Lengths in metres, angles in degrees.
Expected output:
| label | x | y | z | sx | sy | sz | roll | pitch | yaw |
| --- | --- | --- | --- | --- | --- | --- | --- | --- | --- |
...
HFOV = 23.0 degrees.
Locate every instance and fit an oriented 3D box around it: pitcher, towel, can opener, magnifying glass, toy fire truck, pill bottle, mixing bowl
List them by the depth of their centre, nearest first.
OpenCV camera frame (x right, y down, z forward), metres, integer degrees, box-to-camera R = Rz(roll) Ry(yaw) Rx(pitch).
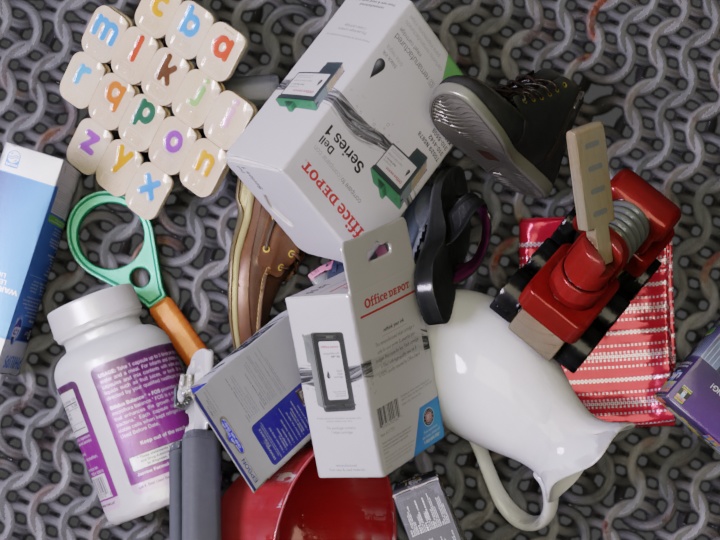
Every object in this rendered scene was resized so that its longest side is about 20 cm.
| label | x | y | z | sx | sy | sz | roll | pitch | yaw |
| --- | --- | --- | --- | --- | --- | --- | --- | --- | --- |
| can opener | -0.130 | 0.159 | 1.506 | 0.066 | 0.053 | 0.200 | 15 | 57 | -22 |
| toy fire truck | 0.206 | -0.041 | 1.515 | 0.129 | 0.200 | 0.176 | 40 | 50 | 7 |
| mixing bowl | -0.064 | 0.241 | 1.561 | 0.108 | 0.200 | 0.200 | 4 | 85 | 32 |
| pitcher | 0.124 | 0.128 | 1.593 | 0.200 | 0.121 | 0.172 | 43 | 129 | 14 |
| pill bottle | -0.209 | 0.118 | 1.594 | 0.112 | 0.112 | 0.200 | -21 | 86 | -1 |
| towel | 0.220 | 0.046 | 1.641 | 0.145 | 0.022 | 0.200 | -1 | 86 | 1 |
| can opener | -0.088 | -0.153 | 1.644 | 0.200 | 0.053 | 0.066 | 0 | 86 | 1 |
| magnifying glass | -0.200 | 0.013 | 1.648 | 0.080 | 0.022 | 0.200 | -36 | 87 | -2 |

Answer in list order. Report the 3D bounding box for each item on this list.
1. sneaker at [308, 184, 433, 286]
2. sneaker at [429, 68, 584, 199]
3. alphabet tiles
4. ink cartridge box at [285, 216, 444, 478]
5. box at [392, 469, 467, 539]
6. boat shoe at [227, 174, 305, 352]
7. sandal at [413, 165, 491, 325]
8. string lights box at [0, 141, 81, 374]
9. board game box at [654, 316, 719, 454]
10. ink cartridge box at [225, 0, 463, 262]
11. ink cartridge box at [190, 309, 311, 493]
| label | x | y | z | sx | sy | sz | roll | pitch | yaw |
| --- | --- | --- | --- | --- | --- | --- | --- | --- | --- |
| sneaker | 0.000 | 0.000 | 1.623 | 0.082 | 0.070 | 0.200 | 27 | 84 | 1 |
| sneaker | 0.131 | -0.151 | 1.586 | 0.075 | 0.200 | 0.106 | 18 | 78 | 32 |
| alphabet tiles | -0.187 | -0.155 | 1.619 | 0.200 | 0.015 | 0.196 | 36 | 107 | 24 |
| ink cartridge box | 0.002 | 0.064 | 1.504 | 0.068 | 0.116 | 0.200 | -4 | 101 | 31 |
| box | 0.085 | 0.277 | 1.555 | 0.049 | 0.161 | 0.200 | -21 | 86 | -1 |
| boat shoe | -0.084 | -0.020 | 1.624 | 0.068 | 0.072 | 0.200 | 5 | 83 | 3 |
| sandal | 0.089 | -0.023 | 1.579 | 0.048 | 0.200 | 0.075 | -9 | 126 | 18 |
| string lights box | -0.317 | -0.008 | 1.609 | 0.059 | 0.103 | 0.200 | 17 | 85 | 1 |
| board game box | 0.396 | 0.116 | 1.606 | 0.200 | 0.057 | 0.165 | 40 | 83 | -1 |
| ink cartridge box | -0.003 | -0.124 | 1.571 | 0.200 | 0.084 | 0.146 | -55 | 131 | -16 |
| ink cartridge box | -0.079 | 0.109 | 1.516 | 0.039 | 0.200 | 0.099 | -27 | 97 | 34 |
